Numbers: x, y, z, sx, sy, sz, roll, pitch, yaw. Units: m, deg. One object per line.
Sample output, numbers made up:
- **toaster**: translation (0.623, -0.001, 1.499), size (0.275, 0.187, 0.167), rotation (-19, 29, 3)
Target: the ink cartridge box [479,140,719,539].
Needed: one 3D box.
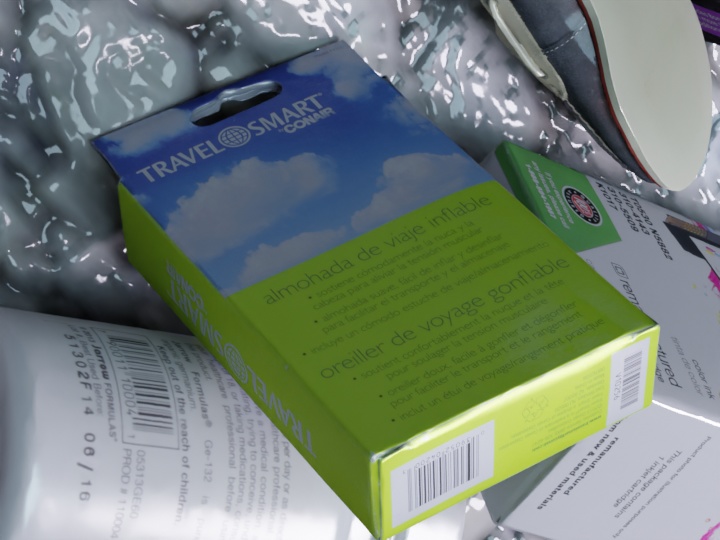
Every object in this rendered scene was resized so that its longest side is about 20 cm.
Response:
- **ink cartridge box**: translation (0.129, 0.048, 0.924), size (0.199, 0.145, 0.084), rotation (19, 123, -35)

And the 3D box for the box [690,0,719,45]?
- **box**: translation (0.136, -0.148, 0.872), size (0.036, 0.143, 0.200), rotation (-49, 124, -7)

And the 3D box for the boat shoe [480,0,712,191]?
- **boat shoe**: translation (0.081, -0.111, 0.902), size (0.200, 0.062, 0.071), rotation (54, 50, -35)

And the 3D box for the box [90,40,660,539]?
- **box**: translation (0.000, 0.000, 0.817), size (0.122, 0.200, 0.048), rotation (-24, 136, -23)

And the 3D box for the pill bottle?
- **pill bottle**: translation (-0.065, 0.082, 0.845), size (0.199, 0.114, 0.115), rotation (10, 101, -34)
